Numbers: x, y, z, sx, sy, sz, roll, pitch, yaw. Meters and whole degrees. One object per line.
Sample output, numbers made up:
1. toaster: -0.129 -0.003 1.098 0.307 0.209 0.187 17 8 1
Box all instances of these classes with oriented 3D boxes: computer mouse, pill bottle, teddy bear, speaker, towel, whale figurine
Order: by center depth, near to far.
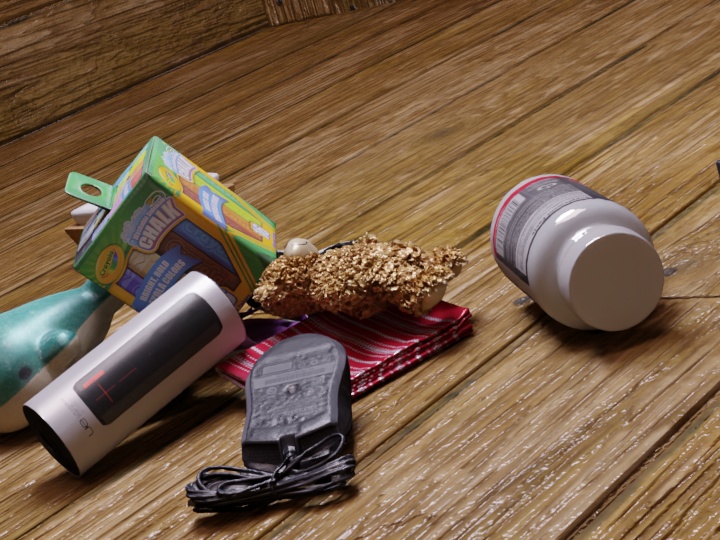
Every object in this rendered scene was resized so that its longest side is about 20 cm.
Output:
1. computer mouse: -0.055 0.126 1.259 0.137 0.053 0.201 -11 31 15
2. pill bottle: 0.186 -0.013 1.353 0.110 0.112 0.200 -19 16 -5
3. speaker: -0.200 0.091 1.404 0.200 0.082 0.081 -39 23 -23
4. towel: -0.013 0.065 1.423 0.199 0.023 0.144 -27 30 -30
5. teddy bear: 0.000 0.000 1.447 0.199 0.067 0.145 6 29 36
6. whale figurine: -0.314 0.064 1.563 0.200 0.104 0.159 -49 13 -17

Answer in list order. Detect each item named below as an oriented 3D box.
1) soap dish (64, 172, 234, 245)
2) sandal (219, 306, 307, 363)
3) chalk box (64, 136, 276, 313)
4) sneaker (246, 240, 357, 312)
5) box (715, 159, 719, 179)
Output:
1. soap dish: -0.279 -0.069 2.127 0.157 0.082 0.199 -29 19 -37
2. sandal: -0.090 0.055 1.542 0.202 0.050 0.082 0 23 45
3. chalk box: -0.194 -0.039 1.535 0.124 0.199 0.125 -49 18 15
4. sneaker: -0.020 0.010 1.586 0.199 0.075 0.079 2 -4 33
5. box: 0.439 -0.090 1.465 0.159 0.045 0.200 -18 15 -3
